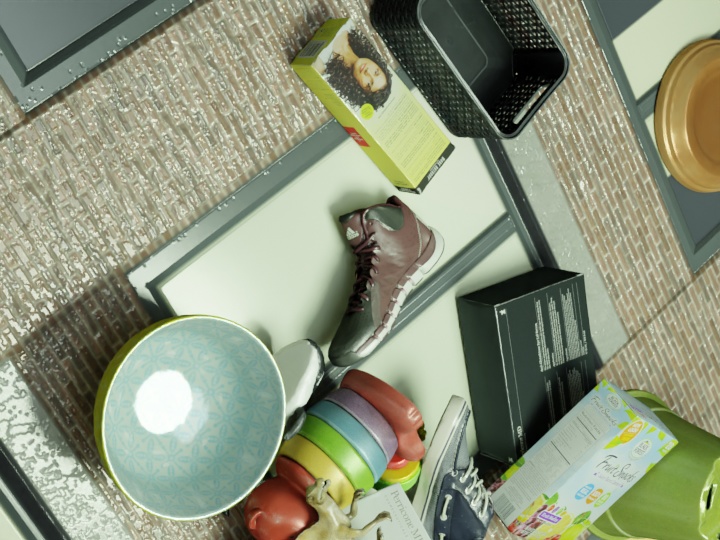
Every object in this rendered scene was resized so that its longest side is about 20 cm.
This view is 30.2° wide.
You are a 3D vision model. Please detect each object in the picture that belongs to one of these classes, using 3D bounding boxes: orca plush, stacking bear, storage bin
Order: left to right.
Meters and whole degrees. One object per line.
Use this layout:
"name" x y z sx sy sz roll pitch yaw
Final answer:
"orca plush" -0.095 0.166 1.402 0.071 0.105 0.201 37 76 -56
"stacking bear" -0.039 0.210 1.394 0.200 0.113 0.122 -45 154 -21
"storage bin" 0.123 -0.256 1.478 0.135 0.094 0.200 -49 118 -18

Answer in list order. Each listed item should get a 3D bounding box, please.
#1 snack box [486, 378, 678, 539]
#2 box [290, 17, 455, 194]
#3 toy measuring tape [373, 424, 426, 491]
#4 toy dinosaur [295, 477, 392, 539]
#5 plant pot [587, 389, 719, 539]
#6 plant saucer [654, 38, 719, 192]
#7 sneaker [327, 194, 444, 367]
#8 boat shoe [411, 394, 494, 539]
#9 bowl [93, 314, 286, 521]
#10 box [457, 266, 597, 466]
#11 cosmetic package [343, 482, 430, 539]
"snack box" 0.262 0.233 1.571 0.200 0.068 0.168 -47 147 10
"box" 0.016 -0.176 1.444 0.200 0.050 0.075 46 72 -30
"toy measuring tape" 0.011 0.238 1.479 0.200 0.073 0.074 -44 118 -26
"toy dinosaur" -0.020 0.292 1.350 0.100 0.058 0.202 -5 105 -14
"plant pot" 0.400 0.266 1.674 0.199 0.189 0.202 -5 99 -33
"plant saucer" 0.468 -0.202 1.746 0.199 0.037 0.202 -5 100 -33
"sneaker" 0.000 0.000 1.452 0.116 0.075 0.201 48 60 -23
"boat shoe" 0.115 0.236 1.500 0.075 0.092 0.201 -57 164 -57
"bowl" -0.184 0.136 1.320 0.199 0.107 0.202 -5 100 -32
"box" 0.203 0.113 1.589 0.140 0.079 0.202 -18 107 -33
"cosmetic package" -0.025 0.317 1.421 0.199 0.102 0.074 -23 152 -15
